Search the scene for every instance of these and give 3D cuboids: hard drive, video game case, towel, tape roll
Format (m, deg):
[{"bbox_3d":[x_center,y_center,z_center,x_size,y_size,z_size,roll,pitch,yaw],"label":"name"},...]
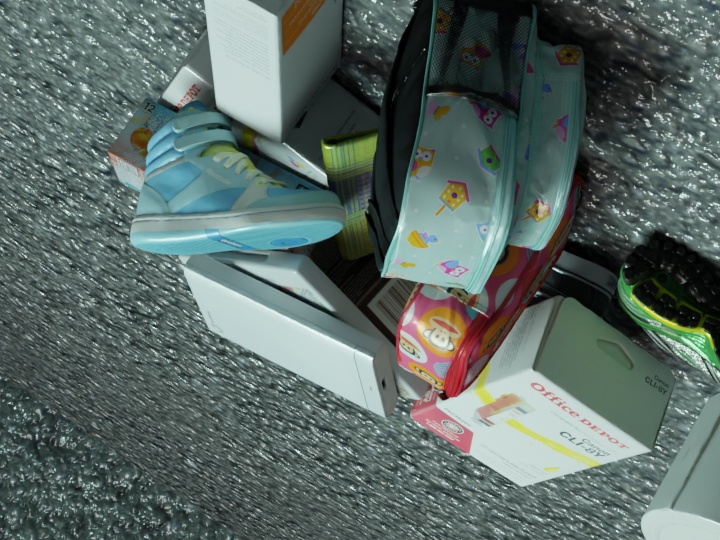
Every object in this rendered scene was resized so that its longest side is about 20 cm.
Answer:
[{"bbox_3d":[-0.062,0.060,1.468,0.199,0.027,0.132,26,158,19],"label":"hard drive"},{"bbox_3d":[-0.054,0.047,1.494,0.182,0.023,0.200,7,148,49],"label":"video game case"},{"bbox_3d":[0.039,-0.078,1.381,0.200,0.143,0.023,79,171,-63],"label":"towel"},{"bbox_3d":[0.380,0.227,1.492,0.202,0.139,0.203,29,159,12],"label":"tape roll"}]

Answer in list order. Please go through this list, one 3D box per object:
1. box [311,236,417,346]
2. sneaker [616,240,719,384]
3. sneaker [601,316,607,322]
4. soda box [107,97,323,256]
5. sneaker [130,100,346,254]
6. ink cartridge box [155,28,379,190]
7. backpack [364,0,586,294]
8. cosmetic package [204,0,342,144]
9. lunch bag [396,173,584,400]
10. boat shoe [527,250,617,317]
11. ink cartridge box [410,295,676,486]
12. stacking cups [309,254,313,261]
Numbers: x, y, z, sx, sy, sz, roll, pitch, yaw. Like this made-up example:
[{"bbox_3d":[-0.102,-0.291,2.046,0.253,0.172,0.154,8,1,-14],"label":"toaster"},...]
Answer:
[{"bbox_3d":[0.000,0.000,1.557,0.075,0.100,0.200,48,172,-31],"label":"box"},{"bbox_3d":[0.302,0.053,1.346,0.200,0.078,0.085,41,167,9],"label":"sneaker"},{"bbox_3d":[0.136,0.041,1.531,0.199,0.085,0.077,23,155,26],"label":"sneaker"},{"bbox_3d":[-0.128,-0.077,1.457,0.199,0.069,0.064,29,161,14],"label":"soda box"},{"bbox_3d":[-0.105,-0.085,1.362,0.199,0.131,0.079,-3,167,22],"label":"sneaker"},{"bbox_3d":[-0.080,-0.136,1.472,0.200,0.084,0.145,38,160,-9],"label":"ink cartridge box"},{"bbox_3d":[0.081,-0.083,1.188,0.153,0.201,0.176,18,157,-2],"label":"backpack"},{"bbox_3d":[-0.068,-0.200,1.295,0.071,0.102,0.200,30,159,11],"label":"cosmetic package"},{"bbox_3d":[0.105,0.007,1.346,0.082,0.200,0.176,32,162,10],"label":"lunch bag"},{"bbox_3d":[0.136,0.006,1.469,0.199,0.068,0.072,21,168,28],"label":"boat shoe"},{"bbox_3d":[0.162,0.113,1.453,0.145,0.084,0.200,34,150,-18],"label":"ink cartridge box"},{"bbox_3d":[-0.112,-0.069,1.574,0.200,0.060,0.061,60,176,35],"label":"stacking cups"}]
